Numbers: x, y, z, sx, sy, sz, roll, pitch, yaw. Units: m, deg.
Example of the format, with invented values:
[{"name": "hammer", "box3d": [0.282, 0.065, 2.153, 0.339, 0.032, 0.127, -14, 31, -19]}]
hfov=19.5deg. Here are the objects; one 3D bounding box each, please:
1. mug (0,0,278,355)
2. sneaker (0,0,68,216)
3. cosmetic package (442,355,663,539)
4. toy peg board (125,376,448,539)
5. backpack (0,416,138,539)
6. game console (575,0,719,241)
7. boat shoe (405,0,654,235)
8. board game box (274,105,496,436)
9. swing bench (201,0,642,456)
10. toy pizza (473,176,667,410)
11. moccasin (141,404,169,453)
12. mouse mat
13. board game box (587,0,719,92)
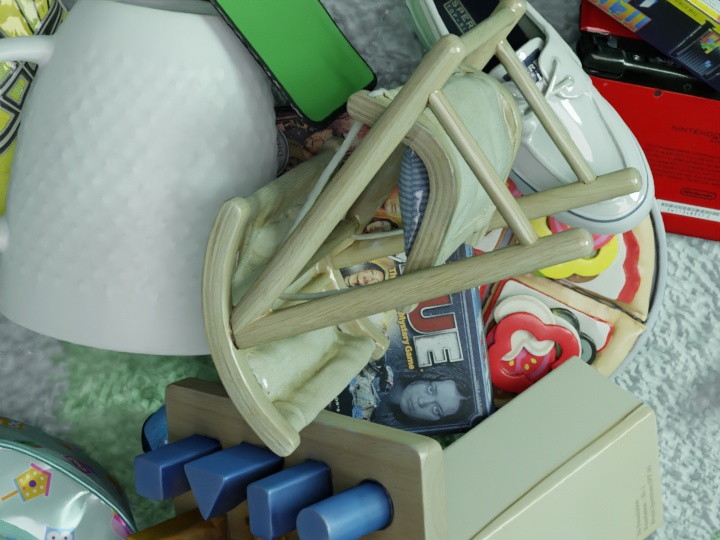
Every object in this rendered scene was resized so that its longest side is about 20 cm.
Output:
[{"name": "mug", "box3d": [-0.141, -0.061, 1.136, 0.198, 0.148, 0.177, 5, 102, -15]}, {"name": "sneaker", "box3d": [-0.192, -0.110, 1.191, 0.076, 0.075, 0.202, 0, 100, -8]}, {"name": "cosmetic package", "box3d": [0.078, 0.150, 1.205, 0.199, 0.073, 0.104, -35, 136, -23]}, {"name": "toy peg board", "box3d": [-0.055, 0.180, 1.116, 0.097, 0.199, 0.201, -18, 110, -43]}, {"name": "backpack", "box3d": [-0.217, 0.188, 1.196, 0.175, 0.153, 0.201, 30, 85, -8]}, {"name": "game console", "box3d": [0.215, -0.121, 1.290, 0.198, 0.119, 0.173, 10, 128, -10]}, {"name": "boat shoe", "box3d": [0.091, -0.104, 1.191, 0.074, 0.065, 0.200, -41, 73, -5]}, {"name": "board game box", "box3d": [0.000, 0.000, 1.226, 0.134, 0.035, 0.202, -7, 102, 10]}, {"name": "swing bench", "box3d": [0.021, -0.028, 1.088, 0.199, 0.199, 0.130, -34, 93, 18]}, {"name": "toy pizza", "box3d": [0.083, -0.003, 1.249, 0.198, 0.032, 0.202, 2, 107, 6]}, {"name": "moccasin", "box3d": [-0.052, 0.152, 1.261, 0.080, 0.068, 0.200, -40, 98, -16]}, {"name": "mouse mat", "box3d": [-0.067, -0.168, 1.153, 0.008, 0.161, 0.200, -38, 93, 19]}, {"name": "board game box", "box3d": [0.175, -0.224, 1.213, 0.199, 0.057, 0.166, 33, 61, -12]}]
